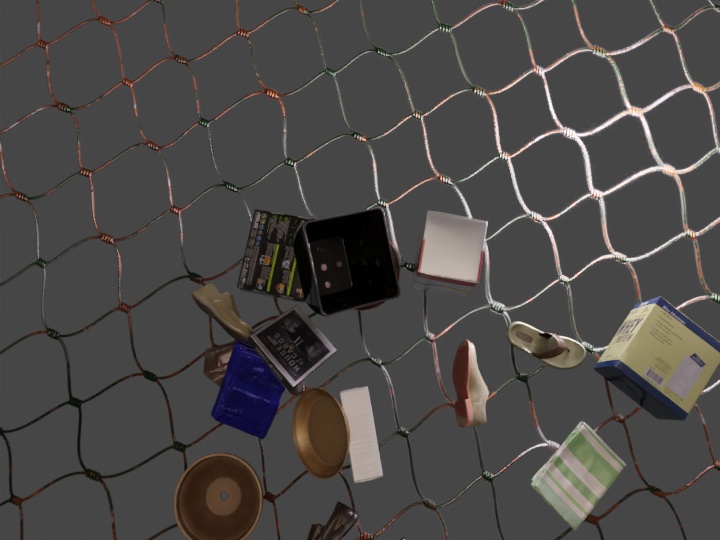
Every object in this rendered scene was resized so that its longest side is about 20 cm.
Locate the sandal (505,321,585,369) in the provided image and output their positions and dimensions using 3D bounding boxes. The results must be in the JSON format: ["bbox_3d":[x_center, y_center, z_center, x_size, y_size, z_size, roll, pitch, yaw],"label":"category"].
[{"bbox_3d":[0.448,0.183,1.617,0.197,0.057,0.081,19,79,1],"label":"sandal"}]

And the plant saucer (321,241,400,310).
[{"bbox_3d":[0.000,0.000,1.645,0.195,0.035,0.205,0,78,-2],"label":"plant saucer"}]

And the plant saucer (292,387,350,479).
[{"bbox_3d":[-0.082,0.367,1.522,0.035,0.198,0.205,1,76,-43],"label":"plant saucer"}]

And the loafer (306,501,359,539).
[{"bbox_3d":[-0.091,0.607,1.516,0.071,0.073,0.200,43,73,11],"label":"loafer"}]

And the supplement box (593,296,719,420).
[{"bbox_3d":[0.705,0.210,1.583,0.199,0.134,0.201,38,80,5],"label":"supplement box"}]

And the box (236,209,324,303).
[{"bbox_3d":[-0.186,-0.035,1.624,0.189,0.048,0.205,10,79,7],"label":"box"}]

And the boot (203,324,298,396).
[{"bbox_3d":[-0.260,0.243,1.578,0.197,0.064,0.189,-23,79,-4],"label":"boot"}]

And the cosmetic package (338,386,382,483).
[{"bbox_3d":[-0.002,0.375,1.542,0.072,0.102,0.205,-10,79,-6],"label":"cosmetic package"}]

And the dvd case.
[{"bbox_3d":[-0.154,0.173,1.541,0.151,0.199,0.025,48,121,5],"label":"dvd case"}]

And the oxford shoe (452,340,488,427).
[{"bbox_3d":[0.265,0.270,1.599,0.072,0.071,0.205,5,82,-23],"label":"oxford shoe"}]

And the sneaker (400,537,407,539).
[{"bbox_3d":[0.046,0.683,1.507,0.199,0.079,0.089,-37,76,-17],"label":"sneaker"}]

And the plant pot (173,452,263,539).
[{"bbox_3d":[-0.313,0.513,1.508,0.196,0.093,0.206,0,80,-2],"label":"plant pot"}]

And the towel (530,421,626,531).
[{"bbox_3d":[0.515,0.482,1.582,0.152,0.023,0.200,43,81,5],"label":"towel"}]

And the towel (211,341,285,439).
[{"bbox_3d":[-0.252,0.278,1.532,0.145,0.050,0.203,22,106,0],"label":"towel"}]

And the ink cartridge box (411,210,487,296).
[{"bbox_3d":[0.203,-0.033,1.577,0.141,0.200,0.149,9,78,2],"label":"ink cartridge box"}]

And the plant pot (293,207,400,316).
[{"bbox_3d":[-0.052,-0.013,1.513,0.196,0.177,0.204,-13,91,-27],"label":"plant pot"}]

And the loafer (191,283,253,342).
[{"bbox_3d":[-0.317,0.092,1.576,0.199,0.076,0.068,36,69,23],"label":"loafer"}]
